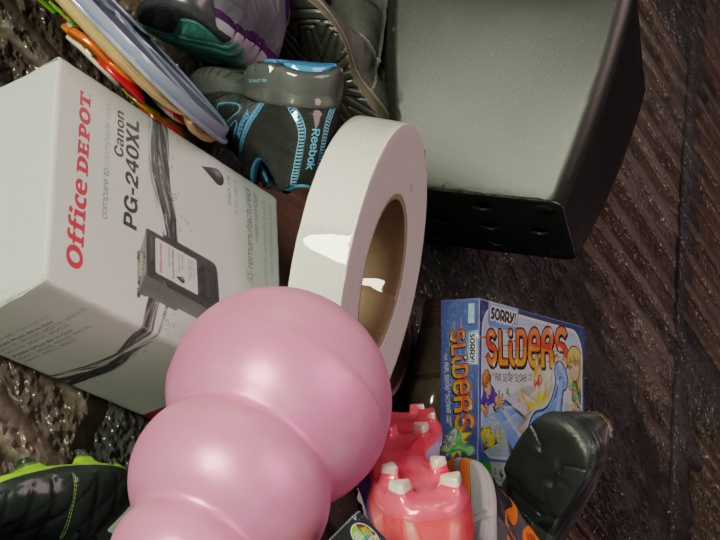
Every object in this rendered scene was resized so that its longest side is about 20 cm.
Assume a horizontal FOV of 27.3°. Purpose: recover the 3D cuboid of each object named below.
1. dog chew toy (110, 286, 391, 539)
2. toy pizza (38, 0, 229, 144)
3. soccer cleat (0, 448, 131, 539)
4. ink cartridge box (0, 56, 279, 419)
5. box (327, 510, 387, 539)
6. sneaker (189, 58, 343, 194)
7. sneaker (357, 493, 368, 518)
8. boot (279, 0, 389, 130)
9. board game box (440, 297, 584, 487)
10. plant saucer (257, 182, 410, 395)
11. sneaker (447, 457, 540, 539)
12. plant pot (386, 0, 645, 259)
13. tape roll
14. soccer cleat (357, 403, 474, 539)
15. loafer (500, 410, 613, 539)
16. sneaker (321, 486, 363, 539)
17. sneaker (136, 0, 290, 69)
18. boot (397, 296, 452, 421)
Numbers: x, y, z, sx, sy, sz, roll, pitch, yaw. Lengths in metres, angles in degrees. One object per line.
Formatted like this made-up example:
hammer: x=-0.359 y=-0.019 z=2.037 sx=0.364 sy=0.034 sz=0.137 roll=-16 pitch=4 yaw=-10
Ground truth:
dog chew toy: x=-0.063 y=0.104 z=0.765 sx=0.125 sy=0.124 sz=0.201 roll=52 pitch=47 yaw=-26
toy pizza: x=-0.157 y=-0.144 z=0.899 sx=0.200 sy=0.032 sz=0.200 roll=47 pitch=3 yaw=-3
soccer cleat: x=-0.131 y=0.148 z=0.793 sx=0.200 sy=0.067 sz=0.082 roll=25 pitch=43 yaw=-54
ink cartridge box: x=-0.138 y=-0.009 z=0.866 sx=0.200 sy=0.083 sz=0.146 roll=32 pitch=46 yaw=-47
box: x=-0.072 y=0.215 z=0.718 sx=0.038 sy=0.200 sz=0.136 roll=44 pitch=29 yaw=6
sneaker: x=-0.070 y=-0.093 z=0.980 sx=0.073 sy=0.200 sz=0.083 roll=2 pitch=94 yaw=-19
sneaker: x=0.034 y=0.230 z=1.011 sx=0.201 sy=0.070 sz=0.080 roll=54 pitch=49 yaw=-15
boot: x=-0.012 y=-0.219 z=1.222 sx=0.182 sy=0.072 sz=0.201 roll=58 pitch=35 yaw=-44
board game box: x=0.121 y=0.101 z=1.149 sx=0.200 sy=0.034 sz=0.137 roll=14 pitch=74 yaw=-58
plant saucer: x=-0.034 y=0.008 z=1.075 sx=0.200 sy=0.036 sz=0.202 roll=37 pitch=43 yaw=-44
sneaker: x=0.091 y=0.226 z=0.953 sx=0.112 sy=0.077 sz=0.201 roll=42 pitch=41 yaw=-38
plant pot: x=0.121 y=-0.119 z=1.223 sx=0.200 sy=0.198 sz=0.179 roll=58 pitch=42 yaw=-66
tape roll: x=0.000 y=0.000 z=0.961 sx=0.203 sy=0.037 sz=0.205 roll=10 pitch=90 yaw=-76
soccer cleat: x=0.025 y=0.130 z=0.858 sx=0.200 sy=0.066 sz=0.077 roll=-131 pitch=-142 yaw=-78
loafer: x=0.120 y=0.182 z=1.062 sx=0.073 sy=0.201 sz=0.072 roll=47 pitch=29 yaw=24
sneaker: x=-0.024 y=0.186 z=0.856 sx=0.079 sy=0.074 sz=0.201 roll=1 pitch=38 yaw=-32
sneaker: x=-0.094 y=-0.187 z=1.007 sx=0.200 sy=0.074 sz=0.088 roll=23 pitch=83 yaw=-80
boot: x=0.096 y=0.112 z=1.200 sx=0.199 sy=0.070 sz=0.147 roll=26 pitch=57 yaw=-48
